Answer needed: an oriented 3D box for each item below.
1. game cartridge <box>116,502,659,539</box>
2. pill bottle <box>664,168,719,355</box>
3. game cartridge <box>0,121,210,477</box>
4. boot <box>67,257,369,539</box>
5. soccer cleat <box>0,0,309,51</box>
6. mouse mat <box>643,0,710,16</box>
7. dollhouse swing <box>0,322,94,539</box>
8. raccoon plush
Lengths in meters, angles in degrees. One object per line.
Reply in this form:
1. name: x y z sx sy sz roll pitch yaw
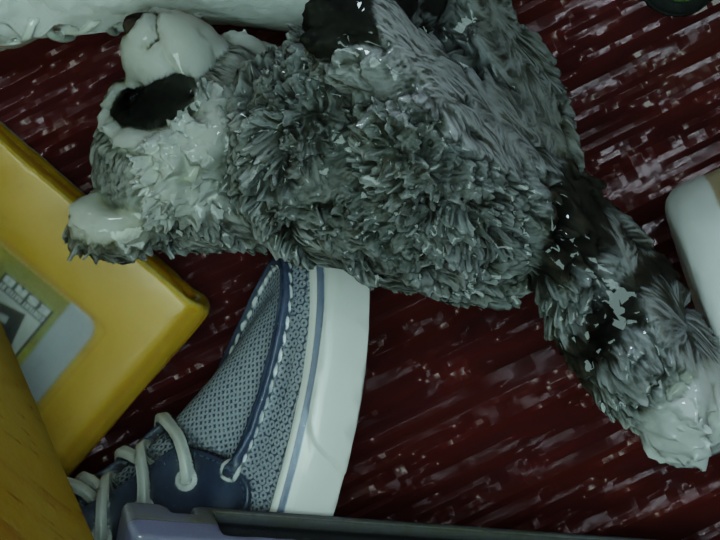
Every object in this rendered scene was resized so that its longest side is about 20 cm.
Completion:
1. game cartridge: 0.015 0.141 0.907 0.199 0.038 0.130 5 105 -17
2. pill bottle: 0.201 -0.005 0.884 0.199 0.111 0.111 -19 96 5
3. game cartridge: -0.177 0.030 0.942 0.176 0.032 0.200 40 95 -3
4. boot: -0.063 0.077 0.916 0.090 0.073 0.201 14 98 -15
5. soccer cleat: -0.102 -0.093 0.899 0.199 0.069 0.085 18 77 0
6. mouse mat: 0.113 -0.196 0.881 0.200 0.008 0.161 -47 112 -2
7. dollhouse swing: -0.184 0.057 0.818 0.175 0.182 0.200 -28 62 4
8. raccoon plush: 0.000 0.000 0.848 0.134 0.097 0.200 -37 74 29
